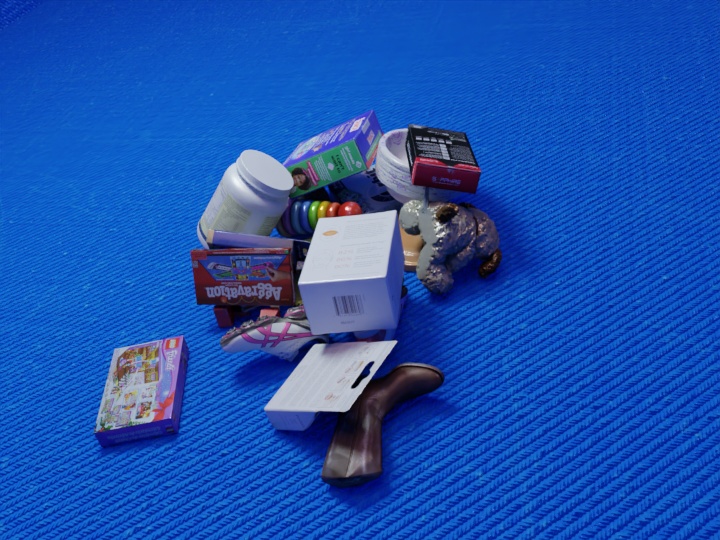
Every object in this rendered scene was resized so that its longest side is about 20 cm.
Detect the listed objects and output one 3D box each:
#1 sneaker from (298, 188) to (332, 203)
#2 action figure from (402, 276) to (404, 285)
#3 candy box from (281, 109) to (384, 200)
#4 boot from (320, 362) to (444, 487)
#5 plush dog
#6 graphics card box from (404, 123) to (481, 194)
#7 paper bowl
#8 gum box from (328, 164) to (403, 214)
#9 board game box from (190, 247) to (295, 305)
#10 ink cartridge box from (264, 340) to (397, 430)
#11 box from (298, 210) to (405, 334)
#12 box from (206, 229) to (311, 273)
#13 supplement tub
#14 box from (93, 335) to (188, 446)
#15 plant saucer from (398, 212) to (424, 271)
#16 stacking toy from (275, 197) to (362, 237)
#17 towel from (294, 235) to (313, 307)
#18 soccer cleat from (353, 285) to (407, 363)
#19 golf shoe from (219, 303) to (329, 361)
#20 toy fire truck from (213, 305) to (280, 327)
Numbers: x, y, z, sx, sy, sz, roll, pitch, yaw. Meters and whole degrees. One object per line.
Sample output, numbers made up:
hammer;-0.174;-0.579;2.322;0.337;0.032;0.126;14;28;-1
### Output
sneaker;-0.135;-0.155;1.678;0.090;0.077;0.198;-40;36;-23
action figure;0.000;0.000;1.413;0.196;0.056;0.118;13;43;36
candy box;-0.059;-0.246;1.587;0.196;0.078;0.170;-20;23;27
boot;0.037;0.239;1.136;0.182;0.065;0.202;-14;33;20
plush dog;0.188;-0.073;1.409;0.168;0.161;0.204;1;57;-33
graphics card box;0.152;-0.215;1.417;0.122;0.052;0.202;7;31;-6
paper bowl;0.125;-0.204;1.540;0.195;0.106;0.203;8;35;-6
gum box;0.046;-0.174;1.663;0.196;0.045;0.171;-21;40;-13
board game box;-0.217;0.012;1.376;0.194;0.106;0.019;-1;15;15
ink cartridge box;-0.041;0.182;1.188;0.197;0.051;0.161;-7;32;43
box;-0.008;0.001;1.278;0.148;0.109;0.202;-5;34;13
box;-0.189;-0.033;1.431;0.194;0.122;0.033;6;71;1
supplement tub;-0.234;-0.127;1.526;0.143;0.202;0.146;27;28;-16
box;-0.379;0.207;1.310;0.133;0.040;0.202;-11;38;3
plant saucer;0.126;-0.074;1.528;0.194;0.033;0.203;-7;38;6
stacking toy;-0.085;-0.115;1.569;0.195;0.087;0.086;1;38;30
towel;-0.096;0.001;1.504;0.141;0.023;0.200;-25;39;-14
soccer cleat;0.041;0.089;1.332;0.067;0.075;0.200;-9;19;24
golf shoe;-0.147;0.120;1.309;0.195;0.095;0.073;-15;2;-10
toy fire truck;-0.211;0.056;1.444;0.137;0.050;0.202;-5;38;8
